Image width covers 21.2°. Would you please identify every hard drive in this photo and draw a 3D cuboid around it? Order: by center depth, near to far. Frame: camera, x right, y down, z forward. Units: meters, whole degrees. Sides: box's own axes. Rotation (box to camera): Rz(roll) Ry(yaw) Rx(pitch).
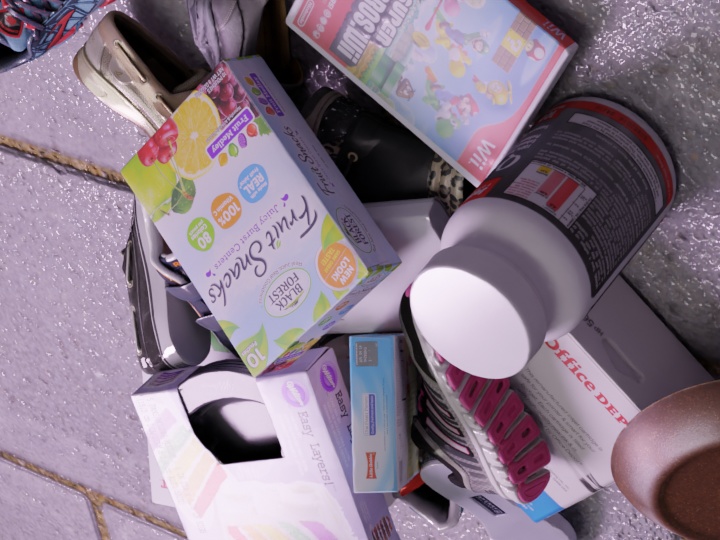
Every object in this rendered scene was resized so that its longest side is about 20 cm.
[{"bbox_3d":[0.000,0.000,1.510,0.199,0.026,0.132,-4,138,34],"label":"hard drive"}]

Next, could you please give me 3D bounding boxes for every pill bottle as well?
[{"bbox_3d":[0.126,-0.023,1.333,0.116,0.200,0.116,24,139,23],"label":"pill bottle"}]

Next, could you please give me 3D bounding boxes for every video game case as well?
[{"bbox_3d":[0.047,-0.170,1.382,0.200,0.017,0.143,41,132,11],"label":"video game case"}]

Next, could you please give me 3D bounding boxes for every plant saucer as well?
[{"bbox_3d":[0.284,0.150,1.409,0.199,0.037,0.201,1,140,0],"label":"plant saucer"}]

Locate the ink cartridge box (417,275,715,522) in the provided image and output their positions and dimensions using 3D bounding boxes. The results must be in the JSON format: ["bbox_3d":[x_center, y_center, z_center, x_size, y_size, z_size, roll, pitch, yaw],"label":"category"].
[{"bbox_3d":[0.161,0.095,1.512,0.146,0.084,0.200,47,142,-3],"label":"ink cartridge box"}]

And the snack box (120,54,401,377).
[{"bbox_3d":[-0.079,-0.042,1.462,0.142,0.053,0.200,-43,74,32],"label":"snack box"}]

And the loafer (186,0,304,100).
[{"bbox_3d":[-0.079,-0.148,1.514,0.072,0.073,0.201,10,133,30],"label":"loafer"}]

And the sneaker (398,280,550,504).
[{"bbox_3d":[0.068,0.095,1.469,0.087,0.074,0.200,-8,120,41],"label":"sneaker"}]

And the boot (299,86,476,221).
[{"bbox_3d":[0.030,-0.040,1.516,0.153,0.074,0.204,18,138,26],"label":"boot"}]

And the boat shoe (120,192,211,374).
[{"bbox_3d":[-0.178,-0.010,1.664,0.063,0.071,0.201,-15,75,36],"label":"boat shoe"}]

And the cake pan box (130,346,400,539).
[{"bbox_3d":[-0.079,0.163,1.609,0.183,0.052,0.201,-9,110,28],"label":"cake pan box"}]

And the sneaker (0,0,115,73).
[{"bbox_3d":[-0.261,-0.218,1.592,0.079,0.096,0.200,45,143,-3],"label":"sneaker"}]

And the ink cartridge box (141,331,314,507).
[{"bbox_3d":[-0.117,0.114,1.726,0.145,0.087,0.201,6,105,39],"label":"ink cartridge box"}]

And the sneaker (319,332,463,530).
[{"bbox_3d":[0.033,0.138,1.633,0.070,0.094,0.200,-29,116,11],"label":"sneaker"}]

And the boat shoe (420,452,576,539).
[{"bbox_3d":[0.123,0.181,1.644,0.071,0.070,0.200,-17,139,38],"label":"boat shoe"}]

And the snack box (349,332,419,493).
[{"bbox_3d":[0.021,0.107,1.503,0.037,0.200,0.117,-2,88,6],"label":"snack box"}]

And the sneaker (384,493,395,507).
[{"bbox_3d":[0.006,0.165,1.725,0.073,0.085,0.201,27,138,23],"label":"sneaker"}]

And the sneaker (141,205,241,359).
[{"bbox_3d":[-0.120,0.005,1.597,0.078,0.079,0.200,-34,94,15],"label":"sneaker"}]

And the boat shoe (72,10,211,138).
[{"bbox_3d":[-0.141,-0.135,1.585,0.200,0.072,0.065,38,123,-5],"label":"boat shoe"}]
